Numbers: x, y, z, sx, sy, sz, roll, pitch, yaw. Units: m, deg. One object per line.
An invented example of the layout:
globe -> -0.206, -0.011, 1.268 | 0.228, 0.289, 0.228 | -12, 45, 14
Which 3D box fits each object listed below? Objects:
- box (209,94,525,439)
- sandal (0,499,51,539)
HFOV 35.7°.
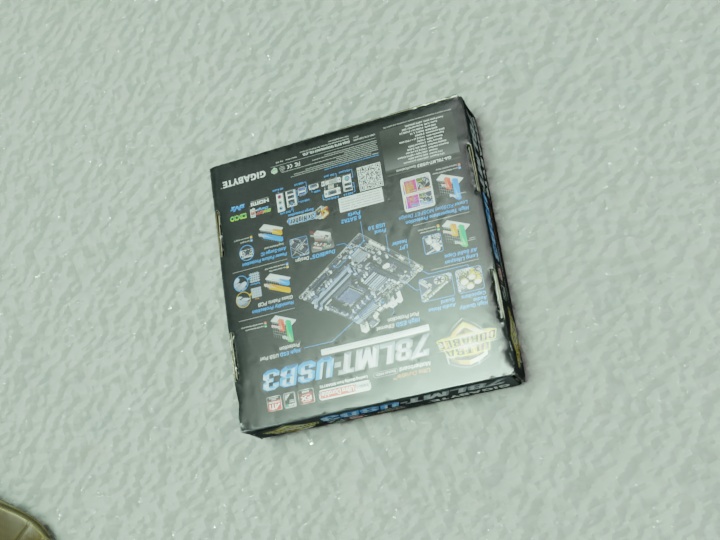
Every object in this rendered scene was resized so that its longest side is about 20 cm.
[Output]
box -> 0.000, 0.000, 0.784 | 0.198, 0.050, 0.201 | -14, 74, 15
sandal -> -0.317, 0.180, 0.854 | 0.198, 0.054, 0.081 | 26, 92, 8
